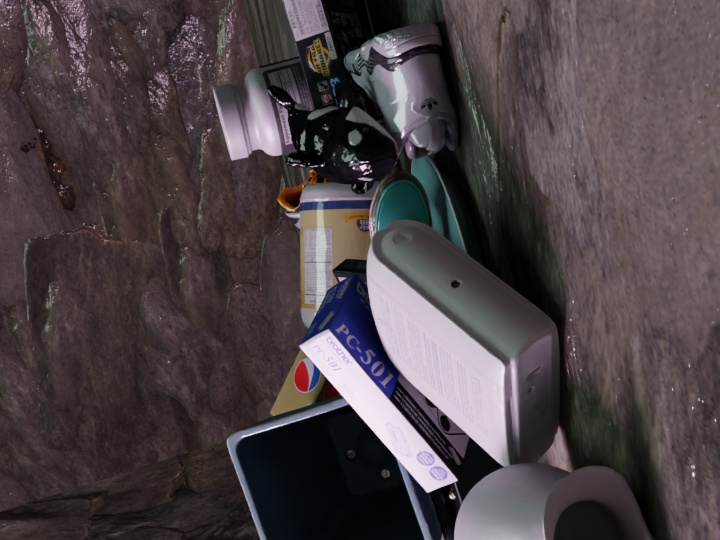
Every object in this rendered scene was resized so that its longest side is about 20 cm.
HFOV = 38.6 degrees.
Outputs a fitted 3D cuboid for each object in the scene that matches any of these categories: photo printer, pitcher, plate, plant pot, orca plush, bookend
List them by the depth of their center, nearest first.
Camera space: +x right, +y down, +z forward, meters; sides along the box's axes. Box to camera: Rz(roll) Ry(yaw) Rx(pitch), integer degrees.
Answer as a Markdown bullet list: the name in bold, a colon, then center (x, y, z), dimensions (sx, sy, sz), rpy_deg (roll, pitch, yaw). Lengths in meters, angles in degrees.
- **pitcher**: center (0.159, 0.231, 0.788), dimensions (0.173, 0.120, 0.200), rpy_deg (59, 161, 2)
- **photo printer**: center (0.082, 0.057, 0.886), dimensions (0.200, 0.069, 0.168), rpy_deg (39, 154, 38)
- **orca plush**: center (-0.045, -0.128, 0.983), dimensions (0.200, 0.070, 0.106), rpy_deg (46, 146, 41)
- **bookend**: center (0.137, 0.248, 1.034), dimensions (0.200, 0.091, 0.201), rpy_deg (104, 150, -75)
- **plate**: center (0.093, -0.027, 1.051), dimensions (0.200, 0.025, 0.203), rpy_deg (164, 91, -83)
- **plant pot**: center (-0.007, 0.235, 1.208), dimensions (0.200, 0.193, 0.199), rpy_deg (-22, -88, -73)

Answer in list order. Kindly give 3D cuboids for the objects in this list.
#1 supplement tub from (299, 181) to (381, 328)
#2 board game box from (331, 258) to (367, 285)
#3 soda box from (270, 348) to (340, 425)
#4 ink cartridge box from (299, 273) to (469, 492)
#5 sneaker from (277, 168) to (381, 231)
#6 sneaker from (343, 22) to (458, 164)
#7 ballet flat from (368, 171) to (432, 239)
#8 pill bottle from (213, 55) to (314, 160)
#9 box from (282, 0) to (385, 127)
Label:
- **supplement tub**: center (0.000, 0.000, 1.211), dimensions (0.144, 0.142, 0.203), rpy_deg (-168, 77, -82)
- **board game box**: center (0.059, 0.054, 1.049), dimensions (0.199, 0.028, 0.136), rpy_deg (6, 129, 57)
- **soda box**: center (-0.036, 0.115, 1.339), dimensions (0.064, 0.202, 0.067), rpy_deg (25, 180, 40)
- **ink cartridge box**: center (0.030, 0.109, 0.999), dimensions (0.200, 0.044, 0.094), rpy_deg (50, -146, -17)
- **sneaker**: center (-0.034, -0.106, 1.341), dimensions (0.077, 0.199, 0.079), rpy_deg (37, -136, -22)
- **sneaker**: center (0.037, -0.162, 0.982), dimensions (0.200, 0.074, 0.117), rpy_deg (-163, 60, -79)
- **ballet flat**: center (0.043, -0.029, 1.088), dimensions (0.068, 0.067, 0.202), rpy_deg (-105, 5, -53)
- **pill bottle**: center (-0.084, -0.216, 1.335), dimensions (0.116, 0.197, 0.118), rpy_deg (164, 90, -84)
- **box**: center (-0.014, -0.213, 1.129), dimensions (0.200, 0.049, 0.201), rpy_deg (-45, -59, -72)
